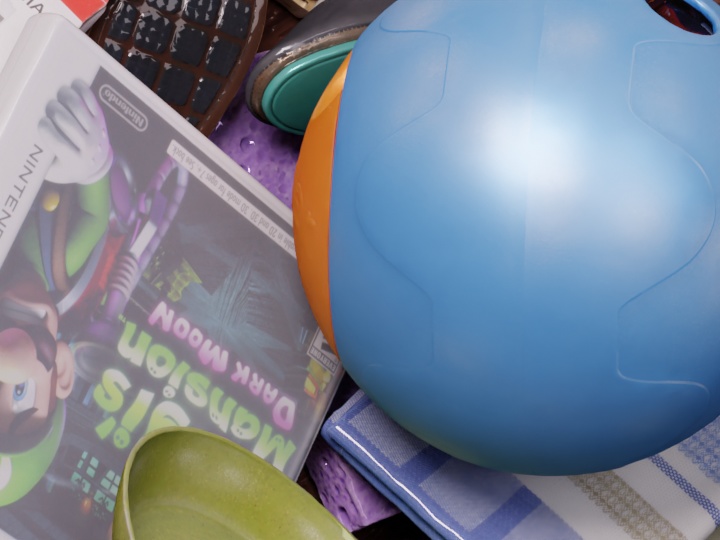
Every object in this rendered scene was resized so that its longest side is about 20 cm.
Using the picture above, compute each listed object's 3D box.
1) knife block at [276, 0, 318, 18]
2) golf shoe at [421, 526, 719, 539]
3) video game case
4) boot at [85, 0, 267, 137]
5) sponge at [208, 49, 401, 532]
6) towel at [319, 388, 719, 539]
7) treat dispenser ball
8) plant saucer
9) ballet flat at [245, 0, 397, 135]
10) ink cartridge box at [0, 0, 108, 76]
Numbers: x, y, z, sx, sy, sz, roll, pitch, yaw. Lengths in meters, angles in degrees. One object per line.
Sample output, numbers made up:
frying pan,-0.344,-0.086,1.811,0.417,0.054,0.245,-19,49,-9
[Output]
knife block,0.020,-0.226,1.254,0.064,0.200,0.176,36,30,-15
golf shoe,0.084,0.141,1.213,0.199,0.073,0.092,-19,110,-25
video game case,-0.091,0.033,1.103,0.200,0.023,0.182,40,65,-37
boot,-0.085,-0.125,1.190,0.074,0.097,0.201,18,92,-27
sponge,0.000,0.000,1.226,0.111,0.030,0.201,-22,88,-32
towel,0.095,0.058,1.202,0.147,0.024,0.200,40,54,15
treat dispenser ball,0.074,-0.022,1.112,0.200,0.201,0.202,7,75,-28
plant saucer,-0.025,0.145,1.062,0.200,0.031,0.200,43,19,-19
ballet flat,0.030,-0.099,1.221,0.199,0.073,0.073,-8,82,-30
ink cartridge box,-0.173,-0.135,1.098,0.161,0.050,0.200,44,87,-4
